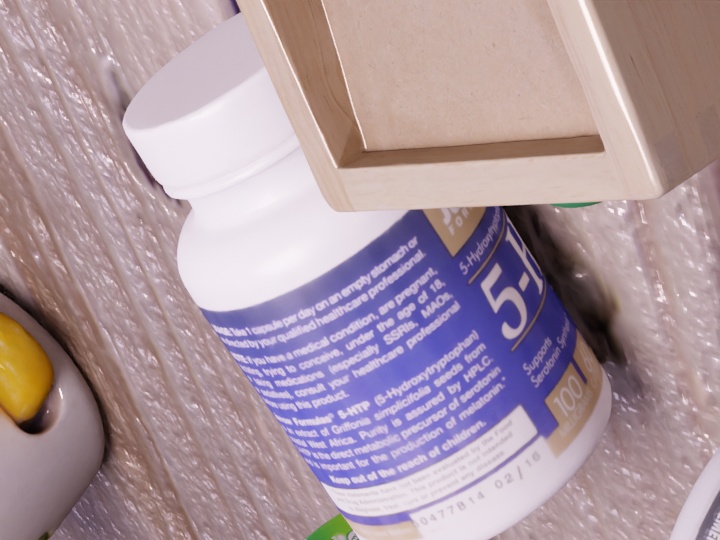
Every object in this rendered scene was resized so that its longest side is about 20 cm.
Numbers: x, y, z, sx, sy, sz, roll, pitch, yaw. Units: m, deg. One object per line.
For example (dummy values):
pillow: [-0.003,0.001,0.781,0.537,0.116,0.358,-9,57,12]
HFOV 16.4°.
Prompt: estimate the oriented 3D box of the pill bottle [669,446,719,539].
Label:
pill bottle: [0.208,0.128,0.842,0.199,0.112,0.112,27,148,32]

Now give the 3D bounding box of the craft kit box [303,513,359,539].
craft kit box: [0.042,0.251,1.261,0.197,0.048,0.201,30,129,24]

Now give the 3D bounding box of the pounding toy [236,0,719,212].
pounding toy: [0.055,-0.100,0.750,0.184,0.142,0.201,0,118,54]

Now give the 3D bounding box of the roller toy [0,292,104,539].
roller toy: [-0.244,0.090,1.408,0.182,0.140,0.201,17,141,26]

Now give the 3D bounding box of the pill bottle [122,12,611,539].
pill bottle: [0.000,0.000,0.954,0.119,0.120,0.200,0,129,55]
